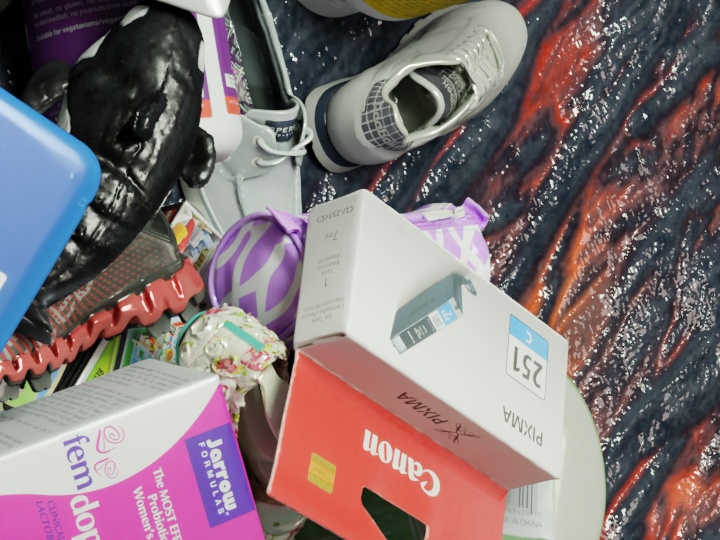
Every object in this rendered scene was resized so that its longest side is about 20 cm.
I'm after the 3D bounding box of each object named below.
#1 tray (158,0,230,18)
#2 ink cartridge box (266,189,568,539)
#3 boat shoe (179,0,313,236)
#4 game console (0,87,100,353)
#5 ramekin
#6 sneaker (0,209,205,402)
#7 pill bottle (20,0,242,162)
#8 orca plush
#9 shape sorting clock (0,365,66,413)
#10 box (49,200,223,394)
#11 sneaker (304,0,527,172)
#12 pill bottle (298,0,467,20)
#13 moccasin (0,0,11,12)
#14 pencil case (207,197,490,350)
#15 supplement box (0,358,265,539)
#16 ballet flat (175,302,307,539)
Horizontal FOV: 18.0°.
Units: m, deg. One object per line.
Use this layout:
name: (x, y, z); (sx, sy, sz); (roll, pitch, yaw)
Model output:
tray: (-0.154, -0.203, 1.193); (0.199, 0.022, 0.108); (17, 52, -6)
ink cartridge box: (0.039, 0.079, 1.269); (0.200, 0.045, 0.177); (35, 51, -39)
boat shoe: (-0.068, -0.087, 1.349); (0.070, 0.071, 0.202); (-23, 100, -42)
game console: (-0.255, -0.016, 1.105); (0.170, 0.118, 0.200); (34, 80, -25)
ramekin: (0.060, 0.132, 1.405); (0.200, 0.098, 0.201); (9, 77, -40)
sneaker: (-0.170, 0.008, 1.197); (0.200, 0.071, 0.098); (-27, 106, -44)
pill bottle: (-0.135, -0.154, 1.278); (0.112, 0.112, 0.201); (-7, 87, -41)
orca plush: (-0.132, -0.066, 1.152); (0.105, 0.071, 0.200); (41, 64, 0)
shape sorting clock: (-0.236, 0.005, 1.211); (0.200, 0.039, 0.201); (9, 76, -40)
box: (-0.119, 0.071, 1.303); (0.110, 0.035, 0.200); (44, 57, -27)
sneaker: (0.055, -0.121, 1.458); (0.200, 0.080, 0.077); (-38, 106, -40)
pill bottle: (0.041, -0.214, 1.382); (0.111, 0.200, 0.112); (9, 76, -40)
moccasin: (-0.250, -0.142, 1.188); (0.201, 0.074, 0.078); (-37, 80, -14)
pencil case: (0.000, 0.000, 1.345); (0.084, 0.086, 0.200); (48, 30, 23)
supplement box: (-0.165, 0.127, 1.172); (0.199, 0.103, 0.102); (-21, 101, -25)
ballet flat: (-0.055, 0.103, 1.278); (0.076, 0.064, 0.200); (-50, 144, -29)
